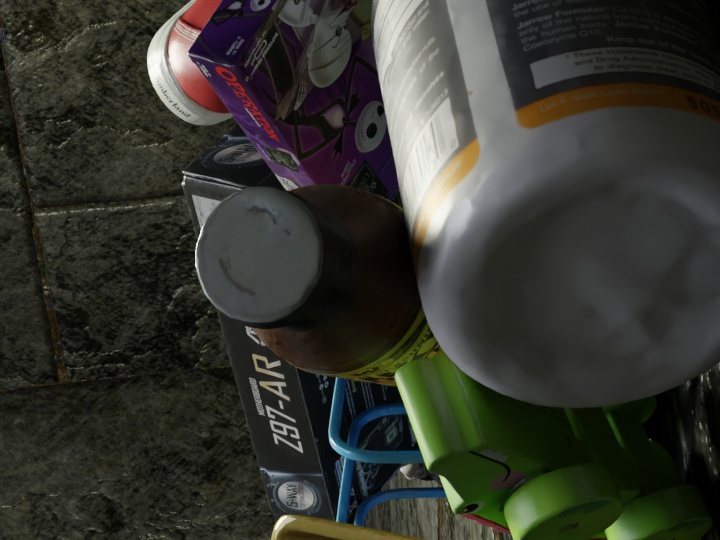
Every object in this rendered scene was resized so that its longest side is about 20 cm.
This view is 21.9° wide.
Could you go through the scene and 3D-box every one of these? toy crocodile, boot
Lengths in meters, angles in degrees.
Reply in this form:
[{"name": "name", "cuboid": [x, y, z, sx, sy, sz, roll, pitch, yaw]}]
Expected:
[{"name": "toy crocodile", "cuboid": [0.069, 0.070, 0.655, 0.200, 0.062, 0.068, 22, -140, -55]}, {"name": "boot", "cuboid": [0.005, -0.152, 0.834, 0.072, 0.200, 0.144, 48, 146, -16]}]

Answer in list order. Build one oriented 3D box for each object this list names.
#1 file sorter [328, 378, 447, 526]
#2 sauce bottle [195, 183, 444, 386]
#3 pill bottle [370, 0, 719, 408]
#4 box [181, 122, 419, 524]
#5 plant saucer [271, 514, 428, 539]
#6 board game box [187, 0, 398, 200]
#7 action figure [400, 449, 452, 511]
[{"name": "file sorter", "cuboid": [0.052, 0.090, 0.820, 0.139, 0.122, 0.201, -82, -10, -65]}, {"name": "sauce bottle", "cuboid": [-0.005, 0.005, 0.629, 0.200, 0.064, 0.065, 17, -114, -73]}, {"name": "pill bottle", "cuboid": [0.064, -0.063, 0.619, 0.201, 0.115, 0.117, -98, 5, -46]}, {"name": "box", "cuboid": [0.000, 0.000, 0.890, 0.160, 0.043, 0.201, -45, -44, -38]}, {"name": "plant saucer", "cuboid": [0.066, 0.193, 0.730, 0.048, 0.199, 0.201, -31, -58, -53]}, {"name": "board game box", "cuboid": [0.018, -0.123, 0.731, 0.201, 0.032, 0.120, -59, -33, -18]}, {"name": "action figure", "cuboid": [0.051, 0.093, 1.166, 0.199, 0.102, 0.119, 12, -145, -55]}]
